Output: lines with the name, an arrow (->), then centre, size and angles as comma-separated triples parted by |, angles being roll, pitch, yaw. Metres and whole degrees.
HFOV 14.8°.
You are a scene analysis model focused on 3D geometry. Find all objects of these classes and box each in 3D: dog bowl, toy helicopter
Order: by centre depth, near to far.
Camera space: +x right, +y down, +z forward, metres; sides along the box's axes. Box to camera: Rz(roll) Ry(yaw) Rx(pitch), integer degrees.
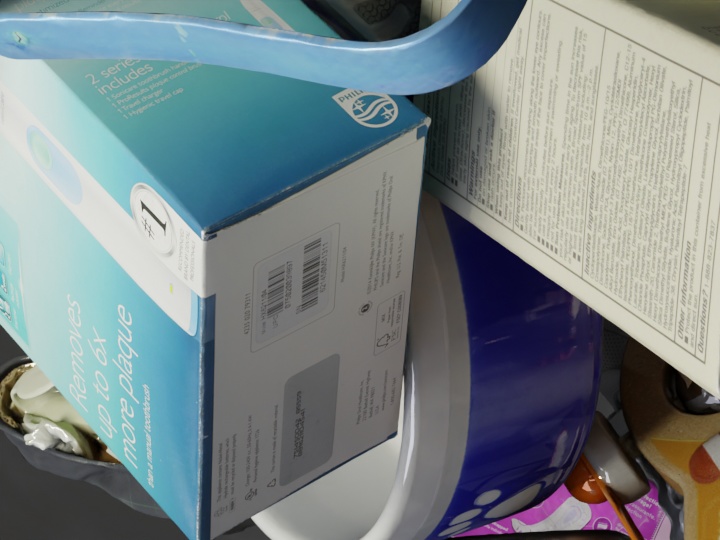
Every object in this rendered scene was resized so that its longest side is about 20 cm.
toy helicopter -> 0.120, 0.073, 0.952 | 0.132, 0.200, 0.079 | -14, 135, 25
dog bowl -> 0.000, 0.000, 0.982 | 0.200, 0.079, 0.201 | 35, 131, 52

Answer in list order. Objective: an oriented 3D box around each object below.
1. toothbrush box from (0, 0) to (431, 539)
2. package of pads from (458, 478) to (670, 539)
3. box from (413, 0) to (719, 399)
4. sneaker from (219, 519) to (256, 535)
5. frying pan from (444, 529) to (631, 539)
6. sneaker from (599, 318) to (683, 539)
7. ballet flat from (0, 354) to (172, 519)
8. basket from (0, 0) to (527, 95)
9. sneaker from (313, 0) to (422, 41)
toothbrush box -> -0.074, -0.037, 0.879 | 0.200, 0.085, 0.147 | 46, 149, 31
package of pads -> 0.083, 0.148, 1.294 | 0.120, 0.076, 0.200 | 26, 155, 7
box -> 0.090, -0.042, 0.798 | 0.200, 0.078, 0.095 | -139, 49, -59
sneaker -> -0.096, 0.013, 1.167 | 0.086, 0.080, 0.201 | 3, 106, 59
frying pan -> 0.039, 0.109, 0.990 | 0.115, 0.031, 0.190 | -8, 171, 28
sneaker -> 0.128, 0.078, 1.059 | 0.200, 0.115, 0.075 | 32, 155, 0
ballet flat -> -0.104, 0.070, 1.269 | 0.200, 0.073, 0.073 | 8, 146, 47
basket -> 0.001, -0.132, 0.708 | 0.176, 0.200, 0.139 | 11, 148, 40
sneaker -> -0.031, -0.146, 0.901 | 0.200, 0.075, 0.082 | 48, 162, -9
